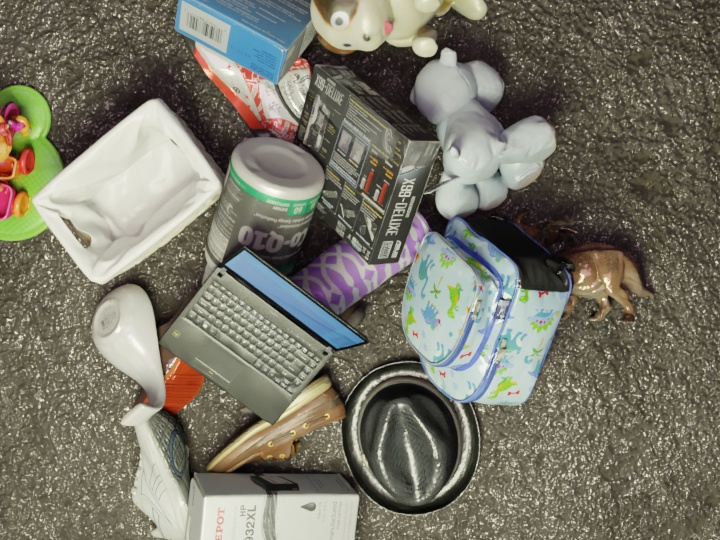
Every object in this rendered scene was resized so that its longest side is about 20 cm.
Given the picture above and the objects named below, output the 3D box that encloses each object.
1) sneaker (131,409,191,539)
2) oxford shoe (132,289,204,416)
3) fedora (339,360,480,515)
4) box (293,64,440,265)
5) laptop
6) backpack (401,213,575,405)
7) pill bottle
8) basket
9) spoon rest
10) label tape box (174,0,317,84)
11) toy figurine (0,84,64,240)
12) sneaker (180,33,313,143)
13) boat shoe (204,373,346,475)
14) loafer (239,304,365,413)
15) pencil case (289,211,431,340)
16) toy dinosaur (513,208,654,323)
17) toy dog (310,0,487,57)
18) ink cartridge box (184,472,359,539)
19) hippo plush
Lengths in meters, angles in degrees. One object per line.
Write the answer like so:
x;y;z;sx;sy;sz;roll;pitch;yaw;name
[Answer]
-0.257;0.267;1.259;0.086;0.075;0.202;-10;109;12;sneaker
-0.239;0.116;1.272;0.073;0.071;0.201;45;105;32;oxford shoe
0.062;0.219;1.240;0.199;0.092;0.203;0;95;2;fedora
-0.005;-0.126;1.152;0.049;0.200;0.159;-5;125;-38;box
-0.115;0.081;1.131;0.177;0.103;0.200;38;106;-11;laptop
0.135;0.053;1.170;0.146;0.183;0.202;2;114;-25;backpack
-0.122;-0.048;1.185;0.112;0.113;0.201;23;125;1;pill bottle
-0.273;-0.096;1.216;0.199;0.123;0.136;-38;92;5;basket
-0.286;0.105;1.233;0.099;0.060;0.201;-37;53;19;spoon rest
-0.111;-0.336;1.200;0.143;0.063;0.201;29;55;3;label tape box
-0.452;-0.132;1.191;0.149;0.184;0.202;12;95;2;toy figurine
-0.126;-0.249;1.224;0.108;0.067;0.202;-38;96;4;sneaker
-0.107;0.213;1.260;0.199;0.072;0.068;-35;91;3;boat shoe
-0.085;0.100;1.255;0.200;0.073;0.071;-42;88;-4;loafer
0.000;0.000;1.204;0.199;0.084;0.086;-36;119;-14;pencil case
0.277;-0.006;1.219;0.198;0.086;0.137;3;88;-3;toy dinosaur
0.031;-0.332;1.145;0.194;0.140;0.200;42;66;17;toy dog
-0.113;0.335;1.232;0.198;0.084;0.147;5;97;-20;ink cartridge box
0.116;-0.166;1.190;0.199;0.160;0.162;-12;64;-33;hippo plush
